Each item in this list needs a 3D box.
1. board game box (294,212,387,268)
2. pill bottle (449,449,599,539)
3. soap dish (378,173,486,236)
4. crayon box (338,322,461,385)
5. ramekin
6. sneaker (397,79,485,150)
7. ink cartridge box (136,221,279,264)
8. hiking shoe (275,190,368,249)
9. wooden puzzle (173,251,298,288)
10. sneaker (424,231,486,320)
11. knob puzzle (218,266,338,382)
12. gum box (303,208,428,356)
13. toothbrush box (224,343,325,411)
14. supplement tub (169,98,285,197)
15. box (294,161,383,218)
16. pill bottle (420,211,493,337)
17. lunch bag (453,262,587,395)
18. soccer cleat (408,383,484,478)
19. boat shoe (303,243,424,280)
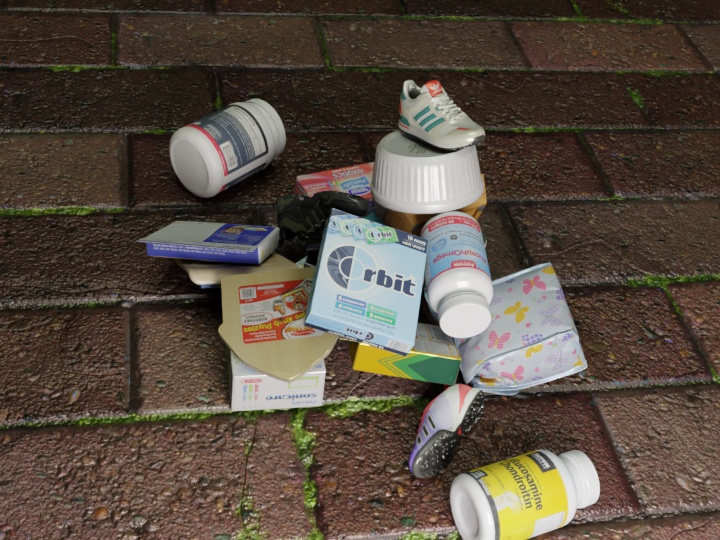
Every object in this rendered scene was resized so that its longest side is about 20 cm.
[{"bbox_3d":[-0.010,0.006,1.745,0.199,0.047,0.151,-34,55,-17],"label":"board game box"},{"bbox_3d":[0.235,0.320,1.431,0.198,0.113,0.112,-12,46,-22],"label":"pill bottle"},{"bbox_3d":[0.129,-0.095,1.852,0.199,0.158,0.082,-17,64,-27],"label":"soap dish"},{"bbox_3d":[0.052,0.122,1.620,0.198,0.052,0.126,11,19,-9],"label":"crayon box"},{"bbox_3d":[0.114,-0.180,1.742,0.200,0.095,0.203,-2,27,1],"label":"ramekin"},{"bbox_3d":[0.132,-0.269,1.706,0.070,0.094,0.199,-20,31,-30],"label":"sneaker"},{"bbox_3d":[-0.253,-0.043,1.700,0.196,0.047,0.200,5,16,8],"label":"ink cartridge box"},{"bbox_3d":[-0.065,-0.083,1.752,0.199,0.102,0.075,-2,-4,41],"label":"hiking shoe"},{"bbox_3d":[-0.217,-0.002,1.724,0.183,0.047,0.200,-3,15,-19],"label":"wooden puzzle"},{"bbox_3d":[0.164,0.005,1.787,0.077,0.087,0.200,19,51,21],"label":"sneaker"},{"bbox_3d":[-0.120,0.089,1.554,0.217,0.031,0.221,1,53,-1],"label":"knob puzzle"},{"bbox_3d":[0.012,0.017,1.572,0.168,0.045,0.201,18,54,-9],"label":"gum box"},{"bbox_3d":[-0.142,0.119,1.609,0.144,0.087,0.201,-1,44,-11],"label":"toothbrush box"},{"bbox_3d":[-0.256,-0.240,1.946,0.140,0.141,0.200,34,47,26],"label":"supplement tub"},{"bbox_3d":[-0.017,-0.129,1.898,0.198,0.095,0.103,-12,46,-22],"label":"box"},{"bbox_3d":[0.159,0.007,1.649,0.108,0.109,0.201,2,46,-8],"label":"pill bottle"},{"bbox_3d":[0.252,0.105,1.663,0.198,0.128,0.170,-19,42,8],"label":"lunch bag"},{"bbox_3d":[0.118,0.242,1.540,0.073,0.069,0.200,15,39,30],"label":"soccer cleat"},{"bbox_3d":[0.000,0.000,1.648,0.198,0.075,0.093,7,-5,19],"label":"boat shoe"}]
